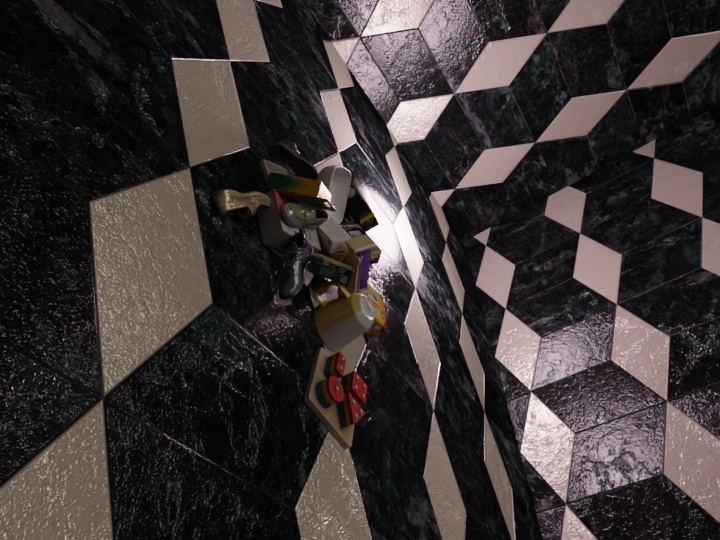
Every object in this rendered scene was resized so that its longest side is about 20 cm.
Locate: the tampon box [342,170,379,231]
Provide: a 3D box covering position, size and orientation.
[{"bbox_3d":[-0.035,-0.251,2.049,0.201,0.148,0.128,51,23,-27],"label":"tampon box"}]

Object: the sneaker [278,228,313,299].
[{"bbox_3d":[-0.192,-0.020,1.458,0.089,0.072,0.204,70,27,-46],"label":"sneaker"}]

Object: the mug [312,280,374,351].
[{"bbox_3d":[-0.050,0.135,1.570,0.186,0.151,0.152,40,31,-44],"label":"mug"}]

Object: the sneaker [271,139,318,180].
[{"bbox_3d":[-0.219,-0.384,1.830,0.198,0.076,0.115,36,25,-19],"label":"sneaker"}]

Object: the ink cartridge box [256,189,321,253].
[{"bbox_3d":[-0.215,-0.132,1.580,0.199,0.082,0.149,26,42,-57],"label":"ink cartridge box"}]

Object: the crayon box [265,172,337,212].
[{"bbox_3d":[-0.168,-0.233,1.568,0.126,0.194,0.053,46,58,-75],"label":"crayon box"}]

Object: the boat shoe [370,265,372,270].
[{"bbox_3d":[-0.009,0.000,1.937,0.199,0.071,0.067,10,60,-64],"label":"boat shoe"}]

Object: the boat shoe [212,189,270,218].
[{"bbox_3d":[-0.316,-0.172,1.422,0.198,0.070,0.066,-5,73,-57],"label":"boat shoe"}]

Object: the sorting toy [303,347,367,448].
[{"bbox_3d":[-0.055,0.337,1.439,0.202,0.068,0.201,55,23,-23],"label":"sorting toy"}]

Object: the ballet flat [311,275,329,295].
[{"bbox_3d":[-0.116,0.020,1.686,0.073,0.071,0.201,56,23,-17],"label":"ballet flat"}]

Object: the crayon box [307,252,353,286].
[{"bbox_3d":[-0.086,-0.006,1.536,0.124,0.052,0.200,21,2,-4],"label":"crayon box"}]

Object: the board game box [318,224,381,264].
[{"bbox_3d":[-0.052,-0.082,1.747,0.196,0.058,0.166,-7,42,-34],"label":"board game box"}]

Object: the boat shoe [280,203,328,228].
[{"bbox_3d":[-0.162,-0.168,1.545,0.199,0.061,0.074,-1,66,-66],"label":"boat shoe"}]

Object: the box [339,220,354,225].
[{"bbox_3d":[-0.022,-0.101,1.968,0.200,0.073,0.103,36,35,-67],"label":"box"}]

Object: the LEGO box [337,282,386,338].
[{"bbox_3d":[0.005,0.113,1.826,0.200,0.076,0.151,46,28,-38],"label":"LEGO box"}]

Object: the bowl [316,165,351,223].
[{"bbox_3d":[-0.108,-0.269,1.854,0.200,0.073,0.206,-8,110,-74],"label":"bowl"}]

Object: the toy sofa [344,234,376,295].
[{"bbox_3d":[0.000,0.000,1.655,0.098,0.081,0.204,49,-35,41],"label":"toy sofa"}]

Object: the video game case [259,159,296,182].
[{"bbox_3d":[-0.244,-0.263,1.747,0.199,0.023,0.186,9,57,-64],"label":"video game case"}]

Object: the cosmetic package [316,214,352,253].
[{"bbox_3d":[-0.116,-0.134,1.689,0.081,0.052,0.200,-13,44,-35],"label":"cosmetic package"}]
